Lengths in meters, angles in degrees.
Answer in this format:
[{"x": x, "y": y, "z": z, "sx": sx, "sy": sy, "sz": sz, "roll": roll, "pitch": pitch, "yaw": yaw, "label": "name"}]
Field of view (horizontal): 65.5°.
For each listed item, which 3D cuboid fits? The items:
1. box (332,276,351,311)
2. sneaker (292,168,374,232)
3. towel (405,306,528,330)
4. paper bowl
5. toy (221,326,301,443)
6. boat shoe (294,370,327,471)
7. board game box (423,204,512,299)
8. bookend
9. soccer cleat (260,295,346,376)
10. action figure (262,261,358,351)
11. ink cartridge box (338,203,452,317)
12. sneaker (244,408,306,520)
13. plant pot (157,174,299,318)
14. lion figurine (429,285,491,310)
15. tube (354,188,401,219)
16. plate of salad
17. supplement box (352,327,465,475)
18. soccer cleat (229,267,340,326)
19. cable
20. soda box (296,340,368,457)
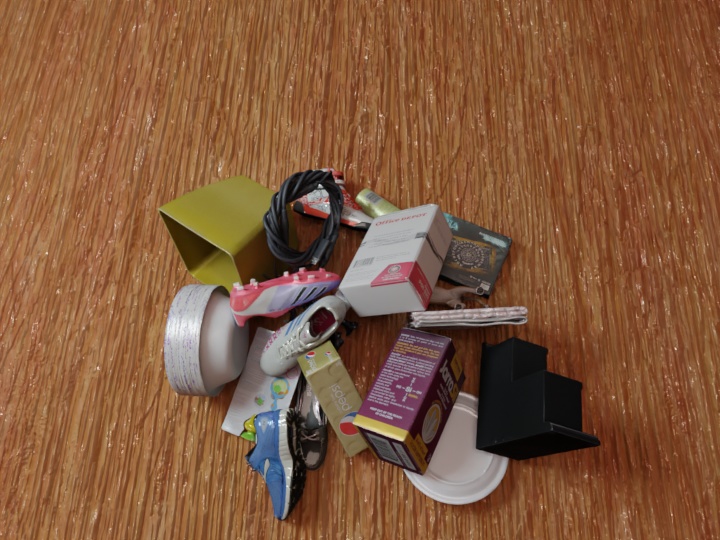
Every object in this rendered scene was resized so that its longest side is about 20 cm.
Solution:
[{"x": 0.000, "y": 0.000, "z": 1.091, "sx": 0.039, "sy": 0.041, "sz": 0.200, "roll": 34, "pitch": 49, "yaw": -3, "label": "box"}, {"x": -0.041, "y": -0.149, "z": 1.150, "sx": 0.201, "sy": 0.067, "sz": 0.108, "roll": 18, "pitch": 88, "yaw": 27, "label": "sneaker"}, {"x": 0.185, "y": 0.090, "z": 1.014, "sx": 0.199, "sy": 0.191, "sz": 0.032, "roll": -2, "pitch": 83, "yaw": 2, "label": "towel"}, {"x": -0.267, "y": 0.126, "z": 1.015, "sx": 0.104, "sy": 0.201, "sz": 0.202, "roll": 1, "pitch": 69, "yaw": 3, "label": "paper bowl"}, {"x": -0.172, "y": 0.221, "z": 1.054, "sx": 0.115, "sy": 0.047, "sz": 0.201, "roll": 16, "pitch": 78, "yaw": 18, "label": "toy"}, {"x": -0.095, "y": 0.263, "z": 1.032, "sx": 0.067, "sy": 0.057, "sz": 0.201, "roll": -2, "pitch": 69, "yaw": 2, "label": "boat shoe"}, {"x": 0.194, "y": -0.041, "z": 1.148, "sx": 0.199, "sy": 0.028, "sz": 0.136, "roll": 24, "pitch": 72, "yaw": 12, "label": "board game box"}, {"x": 0.290, "y": 0.198, "z": 0.940, "sx": 0.092, "sy": 0.199, "sz": 0.201, "roll": 19, "pitch": 59, "yaw": -16, "label": "bookend"}, {"x": -0.108, "y": 0.118, "z": 0.978, "sx": 0.200, "sy": 0.086, "sz": 0.070, "roll": -43, "pitch": 95, "yaw": 10, "label": "soccer cleat"}, {"x": -0.108, "y": 0.073, "z": 1.069, "sx": 0.200, "sy": 0.102, "sz": 0.119, "roll": 39, "pitch": 50, "yaw": -1, "label": "action figure"}, {"x": 0.068, "y": -0.019, "z": 1.012, "sx": 0.145, "sy": 0.085, "sz": 0.200, "roll": -9, "pitch": 40, "yaw": 34, "label": "ink cartridge box"}, {"x": -0.149, "y": 0.336, "z": 0.978, "sx": 0.089, "sy": 0.079, "sz": 0.201, "roll": -1, "pitch": 97, "yaw": 16, "label": "sneaker"}, {"x": -0.233, "y": -0.065, "z": 1.088, "sx": 0.200, "sy": 0.200, "sz": 0.176, "roll": 29, "pitch": 59, "yaw": 24, "label": "plant pot"}, {"x": 0.144, "y": 0.045, "z": 1.089, "sx": 0.199, "sy": 0.122, "sz": 0.073, "roll": 21, "pitch": 83, "yaw": -6, "label": "lion figurine"}, {"x": 0.073, "y": -0.096, "z": 1.148, "sx": 0.200, "sy": 0.058, "sz": 0.052, "roll": 38, "pitch": 38, "yaw": 25, "label": "tube"}, {"x": 0.164, "y": 0.314, "z": 1.005, "sx": 0.199, "sy": 0.048, "sz": 0.201, "roll": 0, "pitch": 58, "yaw": 0, "label": "plate of salad"}, {"x": 0.090, "y": 0.222, "z": 0.963, "sx": 0.103, "sy": 0.131, "sz": 0.200, "roll": 9, "pitch": 54, "yaw": 33, "label": "supplement box"}, {"x": -0.131, "y": 0.045, "z": 0.992, "sx": 0.199, "sy": 0.067, "sz": 0.077, "roll": -10, "pitch": 108, "yaw": -20, "label": "soccer cleat"}, {"x": -0.101, "y": -0.102, "z": 1.036, "sx": 0.051, "sy": 0.163, "sz": 0.201, "roll": 7, "pitch": 71, "yaw": 48, "label": "cable"}, {"x": -0.036, "y": 0.225, "z": 0.974, "sx": 0.068, "sy": 0.201, "sz": 0.064, "roll": -28, "pitch": 28, "yaw": -8, "label": "soda box"}]
